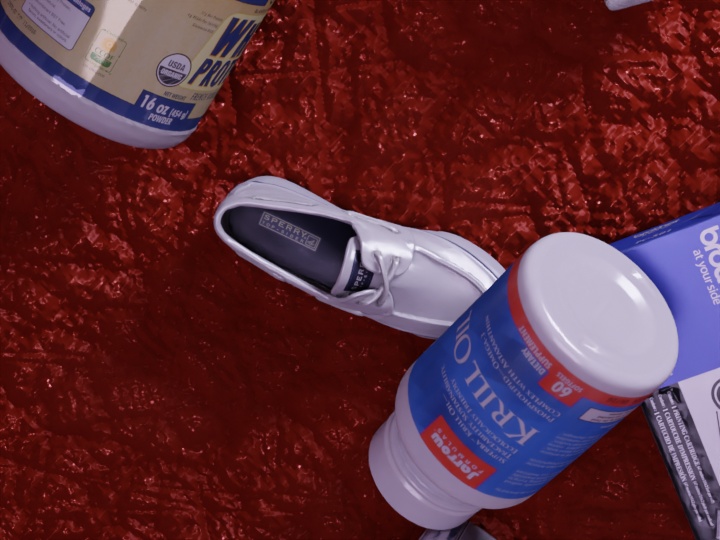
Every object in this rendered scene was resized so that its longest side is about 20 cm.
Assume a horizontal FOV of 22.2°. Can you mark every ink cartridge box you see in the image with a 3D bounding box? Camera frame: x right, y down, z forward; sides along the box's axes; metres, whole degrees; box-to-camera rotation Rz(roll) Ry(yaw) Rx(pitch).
[{"bbox_3d":[0.219,0.067,1.141,0.094,0.044,0.200,-21,98,14],"label":"ink cartridge box"}]

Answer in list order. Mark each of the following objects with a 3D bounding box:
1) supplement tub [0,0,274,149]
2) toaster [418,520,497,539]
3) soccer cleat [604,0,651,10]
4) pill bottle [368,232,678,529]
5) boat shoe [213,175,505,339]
[{"bbox_3d":[-0.119,-0.189,1.101,0.144,0.144,0.200,35,108,2],"label":"supplement tub"},{"bbox_3d":[0.062,0.249,1.184,0.129,0.114,0.200,37,111,4],"label":"toaster"},{"bbox_3d":[0.130,-0.245,1.073,0.086,0.070,0.200,-29,96,17],"label":"soccer cleat"},{"bbox_3d":[0.091,0.076,1.115,0.112,0.112,0.200,41,130,0],"label":"pill bottle"},{"bbox_3d":[0.000,0.000,1.162,0.200,0.065,0.074,17,106,7],"label":"boat shoe"}]
